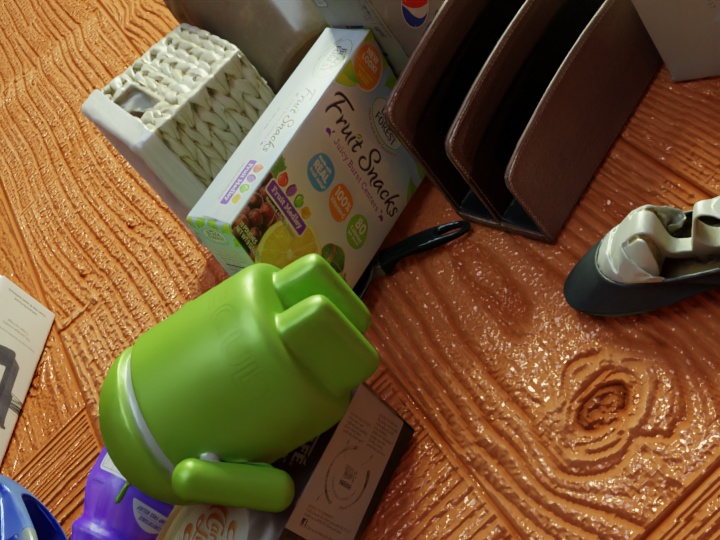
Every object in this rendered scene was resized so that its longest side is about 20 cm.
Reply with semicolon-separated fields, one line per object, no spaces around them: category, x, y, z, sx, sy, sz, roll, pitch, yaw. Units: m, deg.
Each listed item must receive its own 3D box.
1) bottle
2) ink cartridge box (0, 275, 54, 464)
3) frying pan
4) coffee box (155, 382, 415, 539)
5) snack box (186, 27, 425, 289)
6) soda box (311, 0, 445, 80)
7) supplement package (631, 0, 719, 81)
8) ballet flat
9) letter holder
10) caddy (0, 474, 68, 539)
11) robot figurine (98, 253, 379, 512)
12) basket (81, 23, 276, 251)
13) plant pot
bottle;-0.173;0.169;0.848;0.065;0.084;0.202;8;62;43
ink cartridge box;-0.416;0.122;1.097;0.143;0.084;0.202;-15;48;31
frying pan;-0.008;-0.009;0.895;0.189;0.031;0.115;-32;44;-2
coffee box;-0.061;0.169;0.755;0.113;0.080;0.202;12;66;45
snack box;-0.030;-0.066;0.837;0.052;0.143;0.201;13;59;38
soda box;0.038;-0.186;0.870;0.063;0.200;0.069;10;63;43
supplement package;0.271;-0.280;0.754;0.145;0.191;0.202;-2;57;38
ballet flat;0.211;-0.019;0.685;0.198;0.073;0.074;-10;51;36
letter holder;0.127;-0.150;0.809;0.100;0.142;0.201;19;71;47
caddy;-0.286;0.250;0.837;0.105;0.141;0.201;-40;41;14
robot figurine;-0.086;0.075;0.701;0.199;0.116;0.177;-32;36;15
basket;-0.123;-0.101;0.946;0.123;0.201;0.135;-46;40;-9
plant pot;-0.065;-0.240;0.944;0.199;0.200;0.176;-35;65;11
